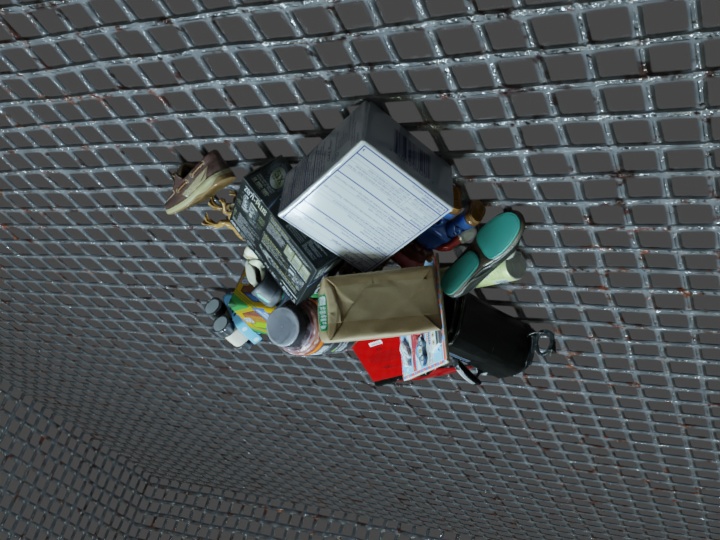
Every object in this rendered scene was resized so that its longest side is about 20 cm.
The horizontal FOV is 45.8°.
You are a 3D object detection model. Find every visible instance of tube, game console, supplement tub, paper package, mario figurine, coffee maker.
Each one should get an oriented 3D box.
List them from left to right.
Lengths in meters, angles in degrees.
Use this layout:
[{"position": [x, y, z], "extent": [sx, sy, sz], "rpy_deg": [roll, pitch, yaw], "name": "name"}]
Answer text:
[{"position": [-0.087, 0.102, 1.564], "extent": [0.107, 0.108, 0.200], "rpy_deg": [1, 177, 29], "name": "supplement tub"}, {"position": [0.025, 0.060, 1.392], "extent": [0.190, 0.104, 0.200], "rpy_deg": [-7, 175, -6], "name": "paper package"}, {"position": [0.102, 0.170, 1.754], "extent": [0.173, 0.119, 0.200], "rpy_deg": [58, 147, -5], "name": "game console"}, {"position": [0.113, -0.078, 1.417], "extent": [0.200, 0.106, 0.124], "rpy_deg": [-36, 87, 45], "name": "mario figurine"}, {"position": [0.206, 0.005, 1.520], "extent": [0.200, 0.052, 0.058], "rpy_deg": [-17, 96, 53], "name": "tube"}, {"position": [0.226, 0.111, 1.600], "extent": [0.200, 0.135, 0.192], "rpy_deg": [26, 135, -35], "name": "coffee maker"}]

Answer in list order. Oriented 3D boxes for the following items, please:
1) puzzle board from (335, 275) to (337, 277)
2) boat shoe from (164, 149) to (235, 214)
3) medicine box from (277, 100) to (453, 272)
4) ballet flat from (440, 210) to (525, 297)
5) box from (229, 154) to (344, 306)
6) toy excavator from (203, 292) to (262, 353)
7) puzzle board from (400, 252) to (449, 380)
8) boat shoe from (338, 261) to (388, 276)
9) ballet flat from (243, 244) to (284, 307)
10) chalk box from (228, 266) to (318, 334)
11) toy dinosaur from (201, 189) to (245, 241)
[{"position": [-0.026, 0.042, 1.615], "extent": [0.151, 0.017, 0.200], "rpy_deg": [43, 177, 15], "name": "puzzle board"}, {"position": [-0.295, -0.158, 1.511], "extent": [0.200, 0.072, 0.072], "rpy_deg": [-23, 95, 51], "name": "boat shoe"}, {"position": [0.008, -0.120, 1.287], "extent": [0.182, 0.103, 0.200], "rpy_deg": [34, 129, -27], "name": "medicine box"}, {"position": [0.211, -0.029, 1.413], "extent": [0.068, 0.068, 0.200], "rpy_deg": [3, 142, -45], "name": "ballet flat"}, {"position": [-0.122, -0.065, 1.446], "extent": [0.200, 0.086, 0.164], "rpy_deg": [51, 153, 9], "name": "box"}, {"position": [-0.223, 0.096, 1.886], "extent": [0.100, 0.200, 0.195], "rpy_deg": [49, -177, -46], "name": "toy excavator"}, {"position": [0.107, 0.086, 1.551], "extent": [0.017, 0.201, 0.151], "rpy_deg": [5, 159, -26], "name": "puzzle board"}, {"position": [0.000, 0.000, 1.572], "extent": [0.072, 0.072, 0.200], "rpy_deg": [27, 159, -16], "name": "boat shoe"}, {"position": [-0.177, -0.017, 1.554], "extent": [0.073, 0.200, 0.073], "rpy_deg": [-4, 133, -5], "name": "ballet flat"}, {"position": [-0.139, 0.059, 1.719], "extent": [0.199, 0.124, 0.125], "rpy_deg": [6, 150, 29], "name": "chalk box"}, {"position": [-0.236, -0.092, 1.589], "extent": [0.106, 0.061, 0.200], "rpy_deg": [17, 152, -1], "name": "toy dinosaur"}]
